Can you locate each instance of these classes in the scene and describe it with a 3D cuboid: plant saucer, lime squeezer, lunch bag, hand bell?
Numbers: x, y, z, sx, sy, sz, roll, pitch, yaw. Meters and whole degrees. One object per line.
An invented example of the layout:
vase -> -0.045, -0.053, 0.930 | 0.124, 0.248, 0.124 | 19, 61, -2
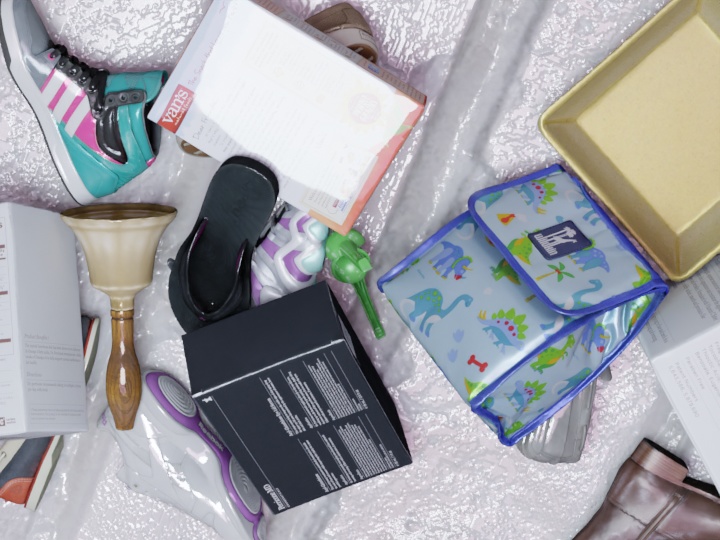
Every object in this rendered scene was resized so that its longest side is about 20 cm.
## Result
plant saucer -> 0.291, -0.127, 1.690 | 0.200, 0.048, 0.200 | -41, 99, 9
lime squeezer -> 0.000, 0.000, 1.678 | 0.038, 0.200, 0.071 | -42, 73, -11
lunch bag -> 0.145, 0.021, 1.657 | 0.200, 0.127, 0.170 | -38, 55, 2
hand bell -> -0.214, 0.045, 1.700 | 0.104, 0.104, 0.200 | 0, 100, 2

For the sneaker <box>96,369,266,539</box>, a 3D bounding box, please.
sneaker -> -0.164, 0.190, 1.769 | 0.100, 0.075, 0.200 | -35, 94, 20

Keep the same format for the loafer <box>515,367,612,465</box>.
loafer -> 0.196, 0.080, 1.733 | 0.070, 0.070, 0.200 | 12, 101, -21

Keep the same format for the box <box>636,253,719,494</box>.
box -> 0.340, 0.105, 1.662 | 0.131, 0.199, 0.200 | -28, 101, 7

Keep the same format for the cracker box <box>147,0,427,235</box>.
cracker box -> -0.062, -0.140, 1.621 | 0.200, 0.058, 0.134 | 31, 105, -5

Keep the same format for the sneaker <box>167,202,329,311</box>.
sneaker -> -0.103, -0.008, 1.711 | 0.140, 0.078, 0.200 | 10, 102, -1

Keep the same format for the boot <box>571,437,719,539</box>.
boot -> 0.278, 0.284, 1.772 | 0.186, 0.064, 0.200 | 35, 98, 7

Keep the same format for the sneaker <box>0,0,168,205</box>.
sneaker -> -0.233, -0.165, 1.675 | 0.121, 0.084, 0.200 | -20, 109, 11

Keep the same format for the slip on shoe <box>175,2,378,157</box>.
slip on shoe -> -0.079, -0.169, 1.687 | 0.200, 0.076, 0.061 | -31, 58, 17

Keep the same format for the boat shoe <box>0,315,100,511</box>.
boat shoe -> -0.294, 0.127, 1.754 | 0.063, 0.071, 0.200 | 23, 106, 0

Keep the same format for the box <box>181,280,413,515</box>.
box -> -0.055, 0.116, 1.688 | 0.141, 0.079, 0.200 | -23, 138, 4

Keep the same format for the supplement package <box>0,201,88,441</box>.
supplement package -> -0.322, 0.048, 1.671 | 0.117, 0.117, 0.200 | -7, 83, 20

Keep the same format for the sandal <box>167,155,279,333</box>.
sandal -> -0.126, -0.009, 1.639 | 0.075, 0.048, 0.200 | 20, 126, 4
